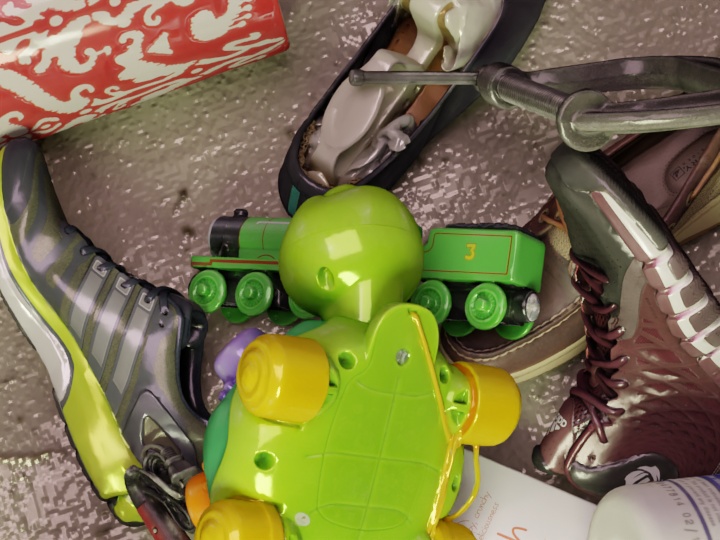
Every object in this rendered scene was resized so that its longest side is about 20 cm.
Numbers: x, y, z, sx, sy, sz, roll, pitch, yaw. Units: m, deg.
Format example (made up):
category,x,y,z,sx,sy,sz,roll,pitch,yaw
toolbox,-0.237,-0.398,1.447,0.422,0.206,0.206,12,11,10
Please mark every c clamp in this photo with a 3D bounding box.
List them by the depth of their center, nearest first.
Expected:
category,x,y,z,sx,sy,sz,roll,pitch,yaw
c clamp,0.106,-0.079,1.165,0.170,0.200,0.027,-6,102,-18

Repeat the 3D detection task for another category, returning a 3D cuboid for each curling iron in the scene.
category,x,y,z,sx,sy,sz,roll,pitch,yaw
curling iron,-0.055,0.169,1.174,0.026,0.050,0.200,-26,80,-25

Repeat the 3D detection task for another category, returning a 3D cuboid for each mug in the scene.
category,x,y,z,sx,sy,sz,roll,pitch,yaw
mug,-0.147,-0.144,1.260,0.199,0.178,0.134,-16,65,-1

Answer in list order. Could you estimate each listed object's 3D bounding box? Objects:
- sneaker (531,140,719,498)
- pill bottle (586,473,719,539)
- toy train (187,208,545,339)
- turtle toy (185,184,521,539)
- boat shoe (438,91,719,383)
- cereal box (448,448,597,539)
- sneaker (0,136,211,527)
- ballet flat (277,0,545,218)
category,x,y,z,sx,sy,sz,roll,pitch,yaw
sneaker,0.115,0.041,1.169,0.115,0.076,0.200,-35,115,7
pill bottle,0.211,0.145,1.125,0.199,0.120,0.120,-6,71,-13
toy train,0.000,0.000,1.225,0.200,0.042,0.057,3,81,32
turtle toy,-0.011,0.061,1.146,0.101,0.145,0.201,21,99,55
boat shoe,0.116,-0.024,1.226,0.200,0.072,0.072,-36,58,-5
cereal box,0.041,0.160,1.203,0.200,0.040,0.144,22,77,14
sneaker,-0.122,0.021,1.244,0.081,0.074,0.200,-27,85,8
ballet flat,0.028,-0.105,1.273,0.073,0.073,0.200,36,81,17
